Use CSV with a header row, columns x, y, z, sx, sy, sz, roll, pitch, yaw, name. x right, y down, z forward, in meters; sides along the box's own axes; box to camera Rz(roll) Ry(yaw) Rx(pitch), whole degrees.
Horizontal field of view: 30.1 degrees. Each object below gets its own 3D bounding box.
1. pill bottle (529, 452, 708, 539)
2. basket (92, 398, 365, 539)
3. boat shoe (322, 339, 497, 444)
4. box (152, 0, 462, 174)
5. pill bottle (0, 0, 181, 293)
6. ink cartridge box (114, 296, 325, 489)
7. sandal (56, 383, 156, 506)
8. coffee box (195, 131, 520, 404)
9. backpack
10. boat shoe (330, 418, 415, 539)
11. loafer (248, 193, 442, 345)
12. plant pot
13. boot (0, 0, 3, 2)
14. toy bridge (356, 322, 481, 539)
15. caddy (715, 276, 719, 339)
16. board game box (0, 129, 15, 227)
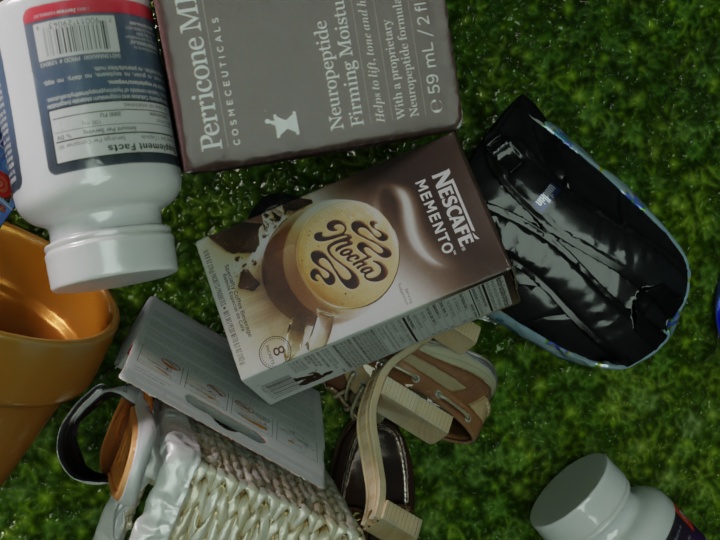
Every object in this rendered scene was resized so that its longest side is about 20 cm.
x,y,z,sx,sy,sz,roll,pitch,yaw,name
0.232,0.246,1.083,0.111,0.111,0.200,-44,99,-3,pill bottle
-0.113,0.222,0.987,0.160,0.200,0.199,23,91,-11,basket
0.013,0.082,1.045,0.199,0.076,0.072,17,55,-8,boat shoe
-0.046,-0.166,0.982,0.199,0.164,0.167,-11,96,-7,box
-0.190,-0.090,0.943,0.119,0.120,0.201,-10,85,-8,pill bottle
-0.103,0.100,0.976,0.162,0.200,0.050,31,103,-10,ink cartridge box
-0.185,0.117,0.962,0.059,0.207,0.079,19,85,-13,sandal
0.000,0.000,0.946,0.199,0.080,0.113,-23,69,4,coffee box
0.161,-0.010,1.048,0.200,0.154,0.163,32,85,12,backpack
0.010,0.216,1.069,0.070,0.070,0.201,2,93,-8,boat shoe
0.002,0.007,1.049,0.200,0.072,0.073,26,89,-10,loafer
-0.300,0.076,0.962,0.200,0.200,0.184,24,106,-9,plant pot
-0.243,-0.217,0.994,0.199,0.074,0.076,-17,109,10,boot
0.035,0.101,0.983,0.067,0.027,0.200,31,51,-14,toy bridge
0.364,0.024,1.049,0.105,0.200,0.142,17,93,-26,caddy
-0.318,-0.118,0.947,0.034,0.136,0.200,-36,110,30,board game box
